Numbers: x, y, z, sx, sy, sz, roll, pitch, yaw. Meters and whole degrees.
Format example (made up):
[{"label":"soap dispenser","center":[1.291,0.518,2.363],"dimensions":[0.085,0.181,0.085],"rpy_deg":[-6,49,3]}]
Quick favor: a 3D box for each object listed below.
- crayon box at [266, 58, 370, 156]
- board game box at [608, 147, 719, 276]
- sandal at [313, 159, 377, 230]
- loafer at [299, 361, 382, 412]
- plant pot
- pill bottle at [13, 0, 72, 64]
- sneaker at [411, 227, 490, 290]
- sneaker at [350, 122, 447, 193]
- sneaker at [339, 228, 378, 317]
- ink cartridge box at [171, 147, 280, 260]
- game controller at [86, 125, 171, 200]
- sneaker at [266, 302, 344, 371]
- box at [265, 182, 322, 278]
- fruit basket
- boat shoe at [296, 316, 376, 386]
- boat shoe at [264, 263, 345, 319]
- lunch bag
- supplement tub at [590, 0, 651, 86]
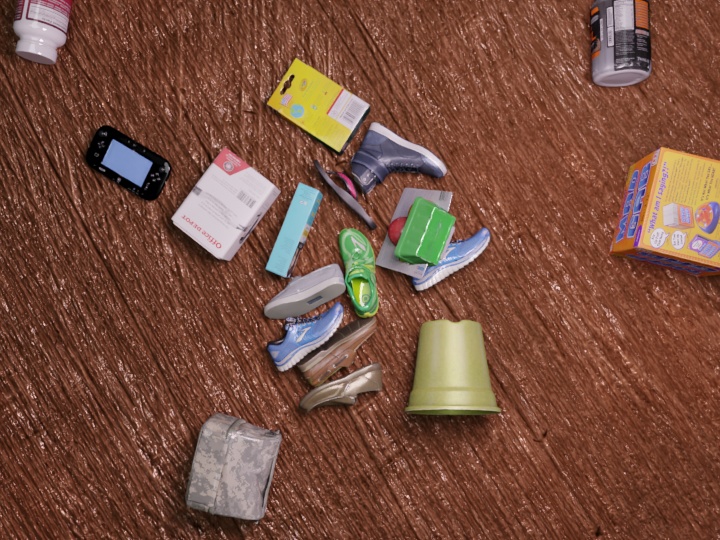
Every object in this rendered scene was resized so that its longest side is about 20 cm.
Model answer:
[{"label":"crayon box","center":[-0.092,-0.365,1.587],"dimensions":[0.199,0.051,0.128],"rpy_deg":[34,90,4]},{"label":"board game box","center":[0.653,-0.112,1.450],"dimensions":[0.198,0.200,0.202],"rpy_deg":[14,89,4]},{"label":"sandal","center":[-0.026,-0.174,1.565],"dimensions":[0.045,0.075,0.200],"rpy_deg":[-45,93,4]},{"label":"loafer","center":[-0.039,0.265,1.542],"dimensions":[0.198,0.076,0.068],"rpy_deg":[-26,80,2]},{"label":"plant pot","center":[0.190,0.203,1.487],"dimensions":[0.198,0.201,0.187],"rpy_deg":[-1,75,4]},{"label":"pill bottle","center":[-0.718,-0.580,1.608],"dimensions":[0.112,0.113,0.203],"rpy_deg":[9,88,4]},{"label":"sneaker","center":[0.190,-0.040,1.532],"dimensions":[0.199,0.079,0.090],"rpy_deg":[-31,88,2]},{"label":"sneaker","center":[0.074,-0.215,1.548],"dimensions":[0.201,0.077,0.147],"rpy_deg":[29,78,14]},{"label":"sneaker","center":[0.000,0.000,1.544],"dimensions":[0.073,0.084,0.202],"rpy_deg":[-15,79,2]},{"label":"ink cartridge box","center":[-0.296,-0.143,1.574],"dimensions":[0.146,0.083,0.201],"rpy_deg":[37,90,5]},{"label":"game controller","center":[-0.527,-0.244,1.615],"dimensions":[0.199,0.042,0.105],"rpy_deg":[30,90,5]},{"label":"sneaker","center":[-0.120,0.130,1.547],"dimensions":[0.199,0.079,0.089],"rpy_deg":[-38,97,1]},{"label":"box","center":[-0.144,-0.086,1.562],"dimensions":[0.049,0.082,0.202],"rpy_deg":[21,89,4]},{"label":"fruit basket","center":[0.114,-0.082,1.503],"dimensions":[0.093,0.200,0.187],"rpy_deg":[22,88,-23]},{"label":"boat shoe","center":[-0.041,0.176,1.555],"dimensions":[0.199,0.072,0.068],"rpy_deg":[-34,103,1]},{"label":"boat shoe","center":[-0.124,0.045,1.565],"dimensions":[0.199,0.070,0.072],"rpy_deg":[-23,54,16]},{"label":"lunch bag","center":[-0.266,0.423,1.518],"dimensions":[0.166,0.139,0.202],"rpy_deg":[14,89,5]},{"label":"supplement tub","center":[0.553,-0.506,1.514],"dimensions":[0.121,0.123,0.203],"rpy_deg":[0,87,4]}]
